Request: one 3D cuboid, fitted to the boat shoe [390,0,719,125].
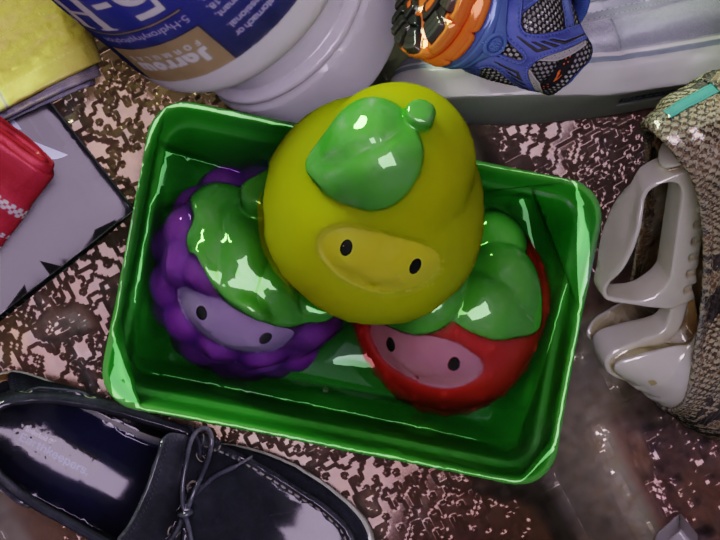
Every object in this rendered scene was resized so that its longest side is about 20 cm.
[{"bbox_3d":[0.108,-0.110,1.324,0.200,0.070,0.072,-8,82,-9],"label":"boat shoe"}]

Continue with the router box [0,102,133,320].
[{"bbox_3d":[-0.221,-0.056,1.300,0.157,0.052,0.200,-38,93,-3],"label":"router box"}]

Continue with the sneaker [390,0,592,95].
[{"bbox_3d":[0.060,-0.130,1.263,0.078,0.200,0.075,30,120,-14],"label":"sneaker"}]

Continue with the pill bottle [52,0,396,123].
[{"bbox_3d":[-0.076,-0.146,1.243,0.200,0.120,0.120,39,87,-39],"label":"pill bottle"}]

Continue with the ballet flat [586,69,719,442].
[{"bbox_3d":[0.134,0.003,1.279,0.075,0.068,0.200,-22,135,-24],"label":"ballet flat"}]

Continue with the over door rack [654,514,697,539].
[{"bbox_3d":[0.119,0.228,1.324,0.200,0.067,0.148,-40,94,-3],"label":"over door rack"}]

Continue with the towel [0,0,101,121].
[{"bbox_3d":[-0.210,-0.142,1.262,0.143,0.023,0.200,-23,93,-3],"label":"towel"}]

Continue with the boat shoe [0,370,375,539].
[{"bbox_3d":[-0.087,0.102,1.309,0.200,0.062,0.075,24,87,-6],"label":"boat shoe"}]

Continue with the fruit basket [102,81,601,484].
[{"bbox_3d":[0.000,0.000,1.246,0.215,0.216,0.156,11,90,-5],"label":"fruit basket"}]

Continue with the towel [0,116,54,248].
[{"bbox_3d":[-0.240,-0.014,1.248,0.145,0.022,0.200,37,107,-7],"label":"towel"}]
